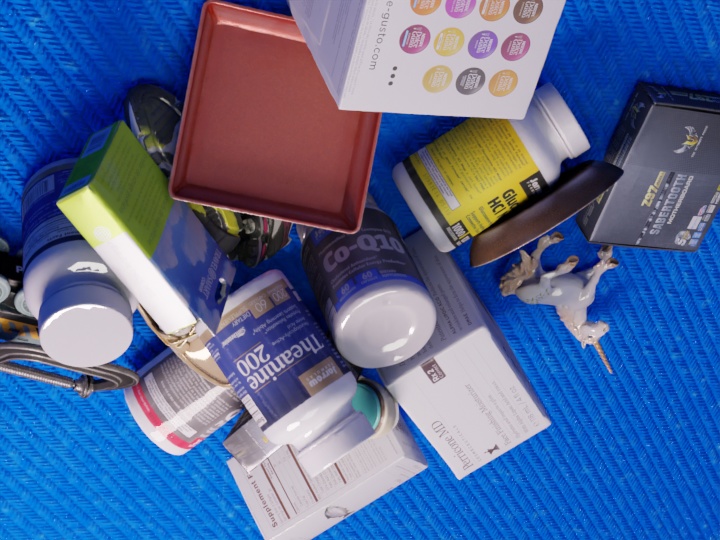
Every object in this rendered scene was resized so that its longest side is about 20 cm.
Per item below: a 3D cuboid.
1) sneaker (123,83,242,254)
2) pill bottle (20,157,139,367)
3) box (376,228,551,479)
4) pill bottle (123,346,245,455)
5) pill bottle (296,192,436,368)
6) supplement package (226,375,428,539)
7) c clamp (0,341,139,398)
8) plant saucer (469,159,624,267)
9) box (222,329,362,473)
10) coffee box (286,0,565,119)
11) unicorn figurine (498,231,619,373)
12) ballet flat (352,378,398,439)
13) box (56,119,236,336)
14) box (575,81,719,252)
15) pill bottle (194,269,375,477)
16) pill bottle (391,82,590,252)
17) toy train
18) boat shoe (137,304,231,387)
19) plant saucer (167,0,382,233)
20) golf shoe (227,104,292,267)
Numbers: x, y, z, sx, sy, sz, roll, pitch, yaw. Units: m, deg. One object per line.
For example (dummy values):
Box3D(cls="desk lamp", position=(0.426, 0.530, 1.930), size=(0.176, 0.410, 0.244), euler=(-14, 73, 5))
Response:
Box3D(cls="sneaker", position=(-0.201, -0.098, 1.555), size=(0.074, 0.084, 0.201), euler=(-43, 119, -36))
Box3D(cls="pill bottle", position=(-0.278, -0.007, 1.506), size=(0.119, 0.200, 0.120), euler=(-7, 136, -7))
Box3D(cls="box", position=(0.096, 0.093, 1.735), size=(0.130, 0.200, 0.199), euler=(-32, 131, 6))
Box3D(cls="pill bottle", position=(-0.162, 0.111, 1.713), size=(0.200, 0.111, 0.111), euler=(-37, 131, 11))
Box3D(cls="pill bottle", position=(0.000, 0.000, 1.624), size=(0.113, 0.200, 0.114), euler=(-11, 131, -13))
Box3D(cls="supplement package", position=(-0.039, 0.235, 1.831), size=(0.200, 0.118, 0.117), euler=(-33, 160, 8))
Box3D(cls="c clamp", position=(-0.349, 0.106, 1.647), size=(0.199, 0.027, 0.171), euler=(16, 156, -27))
Box3D(cls="plant saucer", position=(0.200, -0.069, 1.675), size=(0.200, 0.200, 0.032), euler=(-33, 94, 7))
Box3D(cls="box", position=(-0.067, 0.136, 1.718), size=(0.158, 0.200, 0.048), euler=(-41, 95, 13))
Box3D(cls="coffee box", position=(0.065, -0.282, 1.419), size=(0.197, 0.200, 0.200), euler=(1, 127, -22))
Box3D(cls="unicorn figurine", position=(0.255, 0.024, 1.833), size=(0.199, 0.074, 0.138), euler=(21, 128, -16))
Box3D(cls="ballet flat", position=(0.005, 0.157, 1.688), size=(0.069, 0.070, 0.200), euler=(4, 170, -25))
Box3D(cls="box", position=(-0.204, -0.034, 1.468), size=(0.048, 0.122, 0.200), euler=(-23, 119, 24))
Box3D(cls="box", position=(0.360, -0.117, 1.763), size=(0.157, 0.051, 0.200), euler=(6, 125, -23))
Box3D(cls="pill bottle", position=(-0.074, 0.108, 1.556), size=(0.111, 0.200, 0.111), euler=(-35, 176, -3))
Box3D(cls="pill bottle", position=(0.144, -0.116, 1.641), size=(0.200, 0.113, 0.113), euler=(-32, 131, 7))
Box3D(cls="toy train", position=(-0.357, 0.032, 1.601), size=(0.199, 0.085, 0.114), euler=(14, 131, -29))
Box3D(cls="boat shoe", position=(-0.195, 0.051, 1.617), size=(0.074, 0.069, 0.200), euler=(-41, 95, 8))
Box3D(cls="plant saucer", position=(-0.081, -0.152, 1.512), size=(0.199, 0.037, 0.201), euler=(11, 90, -14))
Box3D(cls="golf shoe", position=(-0.098, -0.103, 1.603), size=(0.088, 0.077, 0.201), euler=(-18, 131, -49))
